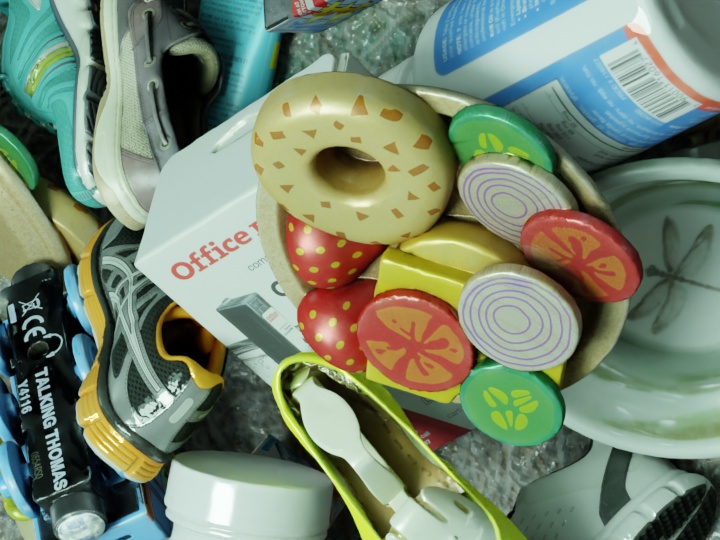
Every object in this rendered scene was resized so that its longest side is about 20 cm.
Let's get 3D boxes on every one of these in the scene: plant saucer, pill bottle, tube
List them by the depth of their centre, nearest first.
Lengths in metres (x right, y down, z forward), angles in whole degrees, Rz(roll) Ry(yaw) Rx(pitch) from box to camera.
[{"bbox_3d":[0.097,-0.100,1.330,0.200,0.112,0.113,-25,79,40],"label":"pill bottle"},{"bbox_3d":[0.167,0.010,1.376,0.199,0.050,0.201,5,132,5],"label":"plant saucer"},{"bbox_3d":[-0.072,0.206,1.473,0.119,0.119,0.201,13,98,34],"label":"pill bottle"},{"bbox_3d":[-0.082,-0.090,1.591,0.077,0.050,0.201,17,100,39],"label":"tube"}]

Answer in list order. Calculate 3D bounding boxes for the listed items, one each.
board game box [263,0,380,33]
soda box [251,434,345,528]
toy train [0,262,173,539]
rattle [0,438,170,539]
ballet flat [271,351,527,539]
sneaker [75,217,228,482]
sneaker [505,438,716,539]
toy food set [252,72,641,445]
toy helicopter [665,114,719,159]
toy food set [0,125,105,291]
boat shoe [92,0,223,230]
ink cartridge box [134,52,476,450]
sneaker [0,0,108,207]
[{"bbox_3d":[0.017,-0.222,1.499,0.199,0.062,0.201,16,103,33],"label":"board game box"},{"bbox_3d":[-0.091,0.195,1.574,0.063,0.068,0.200,37,103,2],"label":"soda box"},{"bbox_3d":[-0.163,0.088,1.552,0.086,0.114,0.201,-23,48,6],"label":"toy train"},{"bbox_3d":[-0.168,0.141,1.617,0.130,0.143,0.200,-50,59,7],"label":"rattle"},{"bbox_3d":[0.020,0.115,1.377,0.067,0.067,0.200,-42,67,2],"label":"ballet flat"},{"bbox_3d":[-0.107,0.029,1.498,0.077,0.078,0.201,-40,34,25],"label":"sneaker"},{"bbox_3d":[0.094,0.164,1.433,0.200,0.074,0.080,-38,53,-14],"label":"sneaker"},{"bbox_3d":[0.039,-0.007,1.313,0.197,0.049,0.201,17,133,12],"label":"toy food set"},{"bbox_3d":[0.142,-0.079,1.425,0.133,0.079,0.200,54,128,12],"label":"toy helicopter"},{"bbox_3d":[-0.235,-0.066,1.636,0.200,0.049,0.198,23,151,55],"label":"toy food set"},{"bbox_3d":[-0.110,-0.115,1.552,0.065,0.072,0.201,-16,49,22],"label":"boat shoe"},{"bbox_3d":[0.000,0.000,1.448,0.144,0.084,0.200,-30,119,33],"label":"ink cartridge box"},{"bbox_3d":[-0.173,-0.110,1.607,0.079,0.078,0.201,-28,49,15],"label":"sneaker"}]
